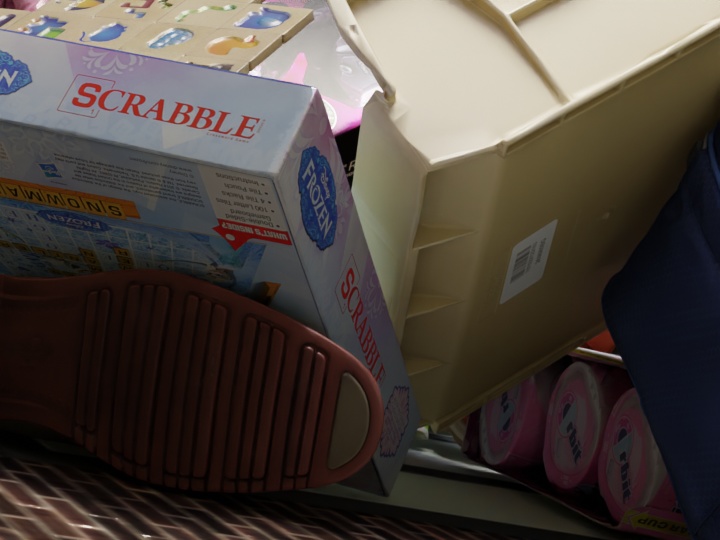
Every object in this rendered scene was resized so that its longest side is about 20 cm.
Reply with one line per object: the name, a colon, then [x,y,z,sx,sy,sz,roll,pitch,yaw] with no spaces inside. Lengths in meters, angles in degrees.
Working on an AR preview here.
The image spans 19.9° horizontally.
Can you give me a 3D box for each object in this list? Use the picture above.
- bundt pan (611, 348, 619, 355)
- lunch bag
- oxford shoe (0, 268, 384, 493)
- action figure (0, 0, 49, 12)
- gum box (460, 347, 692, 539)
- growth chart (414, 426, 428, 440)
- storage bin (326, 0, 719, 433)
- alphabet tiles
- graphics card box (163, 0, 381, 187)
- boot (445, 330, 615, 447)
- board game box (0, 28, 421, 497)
bundt pan: [0.196,0.084,1.109,0.201,0.076,0.202,13,1,0]
lunch bag: [0.189,0.025,0.753,0.136,0.132,0.200,9,38,-23]
oxford shoe: [-0.083,0.033,0.721,0.199,0.071,0.075,13,-2,13]
action figure: [-0.166,-0.148,1.156,0.134,0.149,0.200,23,-7,47]
gum box: [0.135,0.078,0.902,0.113,0.066,0.200,13,1,-18]
growth chart: [-0.008,0.025,1.037,0.200,0.145,0.018,17,-47,-34]
storage bin: [0.070,-0.051,0.815,0.094,0.198,0.200,50,-26,24]
alphabet tiles: [-0.123,-0.100,0.929,0.167,0.008,0.200,8,30,23]
graphics card box: [-0.060,-0.078,0.978,0.200,0.051,0.125,-26,54,-37]
boot: [0.112,0.004,1.026,0.075,0.200,0.107,38,-23,7]
board game box: [-0.090,-0.005,0.751,0.200,0.041,0.200,13,-32,21]
